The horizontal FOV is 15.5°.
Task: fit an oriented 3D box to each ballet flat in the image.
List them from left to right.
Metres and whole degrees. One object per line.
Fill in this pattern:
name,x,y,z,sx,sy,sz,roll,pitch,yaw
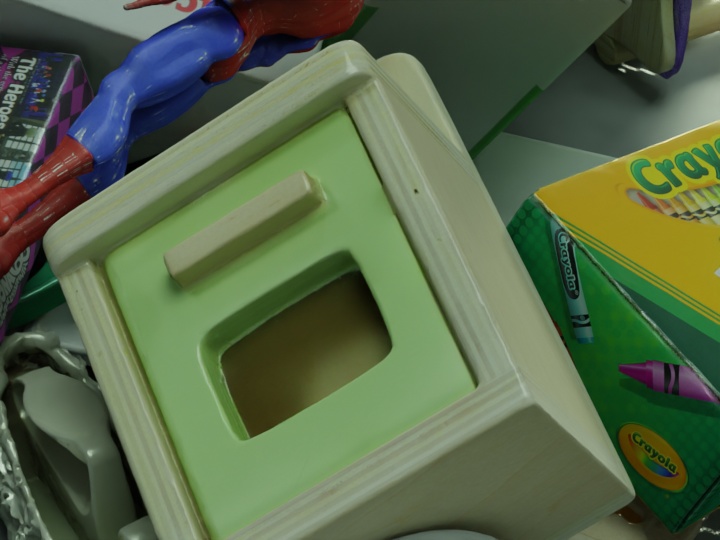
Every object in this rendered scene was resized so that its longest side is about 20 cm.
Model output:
ballet flat,-0.085,0.093,0.902,0.071,0.072,0.200,-17,47,-26

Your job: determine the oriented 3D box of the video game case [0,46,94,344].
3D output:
video game case,-0.210,-0.002,0.950,0.180,0.036,0.201,6,56,17

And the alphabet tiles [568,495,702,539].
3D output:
alphabet tiles,0.035,0.067,0.980,0.195,0.015,0.200,20,42,24

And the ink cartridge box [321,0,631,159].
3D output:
ink cartridge box,0.054,-0.164,1.049,0.084,0.146,0.201,23,56,-15

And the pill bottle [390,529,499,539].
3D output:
pill bottle,0.046,0.180,0.780,0.114,0.115,0.200,-9,43,-19

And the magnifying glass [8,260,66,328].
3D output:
magnifying glass,-0.093,-0.019,1.008,0.199,0.022,0.080,-6,53,-16

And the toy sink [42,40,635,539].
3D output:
toy sink,-0.018,0.011,0.884,0.130,0.112,0.201,-30,58,11

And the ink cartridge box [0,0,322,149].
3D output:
ink cartridge box,-0.076,-0.161,1.035,0.147,0.086,0.201,17,66,-14

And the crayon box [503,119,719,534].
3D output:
crayon box,0.145,0.008,0.988,0.200,0.058,0.119,-22,63,-47

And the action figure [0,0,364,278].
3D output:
action figure,-0.059,-0.077,0.923,0.200,0.066,0.052,-35,71,-19

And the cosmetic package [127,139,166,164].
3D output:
cosmetic package,-0.126,-0.075,1.082,0.199,0.051,0.082,-22,36,-26

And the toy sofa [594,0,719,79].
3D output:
toy sofa,0.143,-0.191,1.166,0.082,0.201,0.098,-20,41,-30

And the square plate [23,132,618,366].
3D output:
square plate,0.000,0.000,1.034,0.199,0.029,0.198,13,37,17
